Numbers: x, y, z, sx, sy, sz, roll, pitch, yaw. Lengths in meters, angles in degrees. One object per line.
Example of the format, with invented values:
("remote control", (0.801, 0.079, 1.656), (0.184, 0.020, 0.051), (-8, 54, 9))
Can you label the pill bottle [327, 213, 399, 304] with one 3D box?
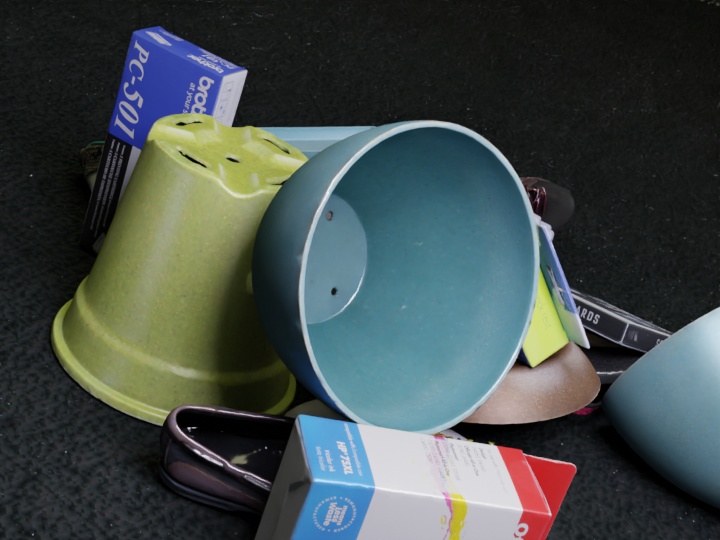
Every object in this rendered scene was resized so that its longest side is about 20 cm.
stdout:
("pill bottle", (0.000, 0.000, 1.123), (0.115, 0.118, 0.200), (2, 23, -35))

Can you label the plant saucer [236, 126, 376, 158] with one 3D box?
("plant saucer", (-0.083, -0.118, 1.314), (0.197, 0.019, 0.070), (0, 25, 2))

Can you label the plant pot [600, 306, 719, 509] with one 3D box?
("plant pot", (0.320, 0.122, 1.142), (0.199, 0.200, 0.136), (-5, 58, -44))

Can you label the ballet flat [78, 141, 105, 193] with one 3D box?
("ballet flat", (-0.205, -0.087, 1.259), (0.199, 0.076, 0.068), (-7, -28, 46))

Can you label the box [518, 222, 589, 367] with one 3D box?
("box", (0.097, -0.002, 1.129), (0.047, 0.123, 0.200), (-33, 28, -15))

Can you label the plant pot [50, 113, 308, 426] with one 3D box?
("plant pot", (-0.118, -0.010, 1.049), (0.198, 0.186, 0.201), (17, 23, -7))

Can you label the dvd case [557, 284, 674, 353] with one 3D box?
("dvd case", (0.234, 0.047, 1.292), (0.149, 0.025, 0.199), (27, 7, 39))

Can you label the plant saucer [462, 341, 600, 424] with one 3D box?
("plant saucer", (0.104, 0.073, 1.157), (0.197, 0.037, 0.201), (2, 18, -1))

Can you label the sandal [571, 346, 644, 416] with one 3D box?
("sandal", (0.177, 0.103, 1.210), (0.197, 0.046, 0.075), (-7, 14, -14))

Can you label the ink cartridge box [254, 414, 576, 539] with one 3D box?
("ink cartridge box", (0.041, 0.171, 0.871), (0.197, 0.117, 0.067), (11, 27, -18))

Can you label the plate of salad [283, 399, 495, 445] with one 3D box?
("plate of salad", (0.032, 0.143, 1.011), (0.197, 0.049, 0.201), (16, 23, -7))

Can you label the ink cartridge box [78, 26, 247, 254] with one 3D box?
("ink cartridge box", (-0.170, -0.094, 1.166), (0.093, 0.202, 0.044), (27, 24, 17))

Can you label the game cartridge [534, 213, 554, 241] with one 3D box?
("game cartridge", (0.099, -0.046, 1.355), (0.132, 0.042, 0.200), (21, -9, -9))

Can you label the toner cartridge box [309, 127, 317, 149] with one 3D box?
("toner cartridge box", (-0.045, -0.059, 1.324), (0.043, 0.096, 0.201), (15, 23, -6))

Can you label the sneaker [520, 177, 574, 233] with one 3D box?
("sneaker", (0.173, -0.063, 1.487), (0.198, 0.077, 0.115), (-5, 3, -28))

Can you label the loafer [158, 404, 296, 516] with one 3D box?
("loafer", (-0.040, 0.133, 0.917), (0.197, 0.063, 0.073), (10, 52, 2))

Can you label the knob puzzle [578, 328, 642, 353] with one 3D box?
("knob puzzle", (0.166, 0.043, 1.337), (0.217, 0.031, 0.220), (25, 7, -3))

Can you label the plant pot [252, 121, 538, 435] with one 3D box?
("plant pot", (0.004, -0.002, 0.932), (0.198, 0.203, 0.134), (1, 7, -37))
